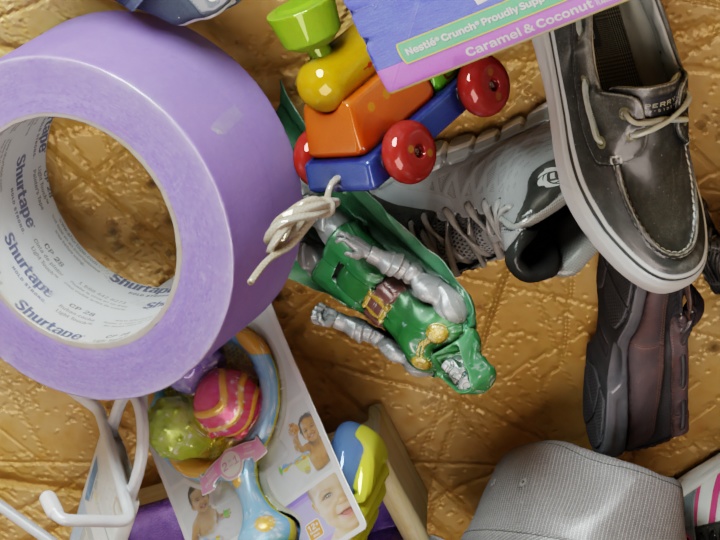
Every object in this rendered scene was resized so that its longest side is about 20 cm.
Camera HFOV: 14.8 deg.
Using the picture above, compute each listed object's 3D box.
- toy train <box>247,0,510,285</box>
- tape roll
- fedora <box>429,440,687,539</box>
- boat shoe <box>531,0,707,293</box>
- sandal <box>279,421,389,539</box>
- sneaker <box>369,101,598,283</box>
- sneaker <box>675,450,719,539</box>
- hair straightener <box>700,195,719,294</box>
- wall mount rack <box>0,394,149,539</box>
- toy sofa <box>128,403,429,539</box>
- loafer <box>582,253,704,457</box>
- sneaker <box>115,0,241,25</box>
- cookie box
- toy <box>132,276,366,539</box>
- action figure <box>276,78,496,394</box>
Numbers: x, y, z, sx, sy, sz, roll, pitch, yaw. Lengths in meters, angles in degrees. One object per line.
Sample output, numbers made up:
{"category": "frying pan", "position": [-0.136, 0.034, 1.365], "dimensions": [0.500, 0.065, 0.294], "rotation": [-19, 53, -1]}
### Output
{"category": "toy train", "position": [-0.016, -0.094, 1.459], "dimensions": [0.085, 0.200, 0.116], "rotation": [-2, 121, 45]}
{"category": "tape roll", "position": [-0.138, -0.036, 1.517], "dimensions": [0.200, 0.085, 0.200], "rotation": [12, 117, 24]}
{"category": "fedora", "position": [0.135, 0.155, 1.633], "dimensions": [0.177, 0.200, 0.090], "rotation": [19, 80, -19]}
{"category": "boat shoe", "position": [0.139, -0.087, 1.460], "dimensions": [0.072, 0.071, 0.200], "rotation": [-19, 85, -26]}
{"category": "sandal", "position": [-0.051, 0.172, 1.617], "dimensions": [0.087, 0.079, 0.200], "rotation": [30, 105, 7]}
{"category": "sneaker", "position": [0.067, -0.024, 1.540], "dimensions": [0.200, 0.116, 0.075], "rotation": [-29, 118, 20]}
{"category": "sneaker", "position": [0.238, 0.169, 1.661], "dimensions": [0.084, 0.121, 0.200], "rotation": [34, 120, -19]}
{"category": "hair straightener", "position": [0.211, 0.018, 1.580], "dimensions": [0.041, 0.077, 0.200], "rotation": [-38, 141, 1]}
{"category": "wall mount rack", "position": [-0.189, 0.132, 1.644], "dimensions": [0.074, 0.174, 0.200], "rotation": [4, 127, -23]}
{"category": "toy sofa", "position": [-0.061, 0.164, 1.688], "dimensions": [0.200, 0.098, 0.083], "rotation": [-17, 122, 15]}
{"category": "loafer", "position": [0.171, 0.026, 1.606], "dimensions": [0.063, 0.072, 0.200], "rotation": [-4, 132, -11]}
{"category": "sneaker", "position": [-0.091, -0.218, 1.429], "dimensions": [0.146, 0.077, 0.202], "rotation": [38, 129, -8]}
{"category": "cookie box", "position": [0.077, -0.194, 1.371], "dimensions": [0.171, 0.200, 0.075], "rotation": [-20, 121, 16]}
{"category": "toy", "position": [-0.085, 0.088, 1.585], "dimensions": [0.115, 0.200, 0.047], "rotation": [-36, 157, 24]}
{"category": "action figure", "position": [0.000, 0.000, 1.540], "dimensions": [0.200, 0.055, 0.118], "rotation": [40, 136, 17]}
